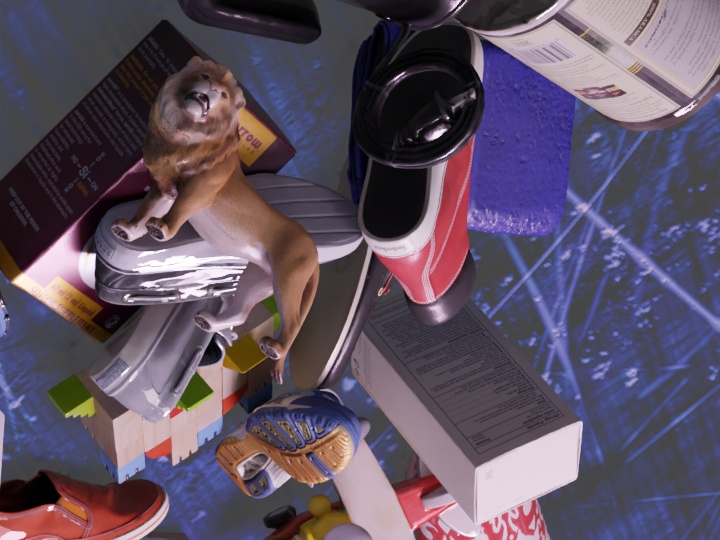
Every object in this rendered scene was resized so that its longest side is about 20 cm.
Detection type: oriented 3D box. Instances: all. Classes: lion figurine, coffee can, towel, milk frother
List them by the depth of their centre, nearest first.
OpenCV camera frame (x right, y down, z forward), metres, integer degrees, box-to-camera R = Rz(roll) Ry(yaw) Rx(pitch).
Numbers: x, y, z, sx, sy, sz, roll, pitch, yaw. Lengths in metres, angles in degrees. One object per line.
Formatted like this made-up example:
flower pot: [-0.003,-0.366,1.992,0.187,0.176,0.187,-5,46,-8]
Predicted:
lion figurine: [-0.082,-0.034,1.451,0.200,0.072,0.123,53,56,-23]
milk frother: [-0.012,-0.186,1.452,0.188,0.200,0.181,10,124,-42]
coffee can: [0.170,-0.205,1.610,0.146,0.146,0.200,-50,138,13]
towel: [0.076,-0.105,1.676,0.200,0.049,0.148,6,92,-38]

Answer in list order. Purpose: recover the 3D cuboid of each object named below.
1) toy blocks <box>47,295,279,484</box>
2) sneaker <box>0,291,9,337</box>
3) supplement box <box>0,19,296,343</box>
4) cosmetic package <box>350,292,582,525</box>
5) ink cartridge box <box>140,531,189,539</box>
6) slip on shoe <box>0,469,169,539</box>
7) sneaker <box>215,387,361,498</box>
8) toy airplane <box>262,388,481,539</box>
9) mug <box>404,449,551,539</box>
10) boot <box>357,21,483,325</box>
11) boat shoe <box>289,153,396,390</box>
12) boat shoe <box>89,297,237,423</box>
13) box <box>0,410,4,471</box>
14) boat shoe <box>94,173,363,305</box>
toy blocks: [-0.142,0.094,1.707,0.200,0.100,0.137,-33,154,-22]
sneaker: [-0.311,-0.010,1.495,0.078,0.075,0.200,-34,133,7]
supplement box: [-0.159,-0.061,1.541,0.200,0.086,0.110,-44,140,5]
cosmetic package: [0.083,0.102,1.791,0.103,0.200,0.073,-21,137,-20]
ink cartridge box: [-0.199,0.288,1.777,0.200,0.165,0.075,9,122,-43]
slip on shoe: [-0.236,0.188,1.732,0.200,0.074,0.061,-5,111,-36]
sneaker: [-0.045,0.118,1.725,0.088,0.200,0.075,-42,100,-27]
toy airplane: [0.008,0.219,1.851,0.141,0.199,0.200,-55,167,-79]
mug: [0.094,0.253,2.001,0.177,0.133,0.200,-30,136,-14]
boot: [0.058,-0.068,1.603,0.144,0.072,0.201,58,41,-54]
boat shoe: [0.002,0.001,1.697,0.063,0.074,0.202,18,92,-37]
boat shoe: [-0.130,0.044,1.596,0.070,0.201,0.072,-37,103,33]
box: [-0.347,0.105,1.508,0.124,0.098,0.200,-13,143,15]
boat shoe: [-0.095,-0.018,1.522,0.199,0.072,0.071,-4,140,-25]
